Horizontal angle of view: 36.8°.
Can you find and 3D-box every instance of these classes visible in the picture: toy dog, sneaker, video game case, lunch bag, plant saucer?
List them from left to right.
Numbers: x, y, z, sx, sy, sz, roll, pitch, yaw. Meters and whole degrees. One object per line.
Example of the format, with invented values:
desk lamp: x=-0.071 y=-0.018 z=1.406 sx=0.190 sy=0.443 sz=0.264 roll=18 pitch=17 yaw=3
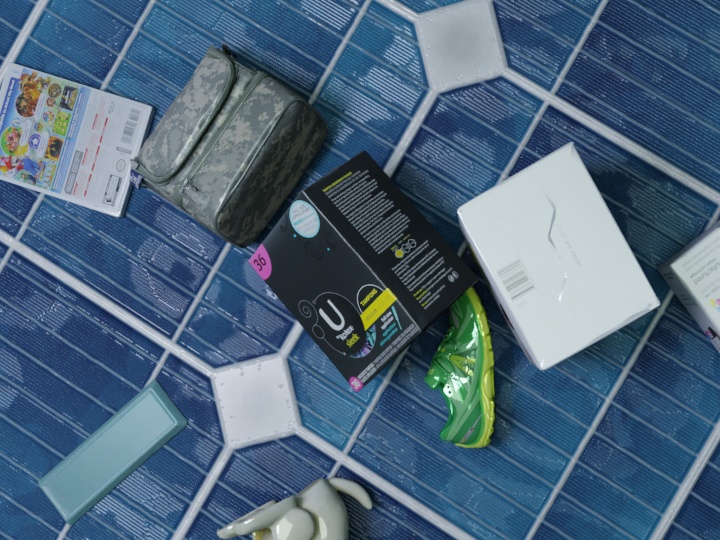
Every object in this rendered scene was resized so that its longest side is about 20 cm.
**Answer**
video game case: x=-0.371 y=-0.164 z=1.360 sx=0.197 sy=0.018 sz=0.146 roll=17 pitch=90 yaw=6
plant saucer: x=-0.309 y=0.227 z=1.338 sx=0.199 sy=0.019 sz=0.070 roll=-41 pitch=84 yaw=4
lunch bag: x=-0.164 y=-0.149 z=1.286 sx=0.167 sy=0.139 sz=0.202 roll=35 pitch=91 yaw=22
toy dog: x=-0.055 y=0.360 z=1.263 sx=0.192 sy=0.139 sz=0.203 roll=-21 pitch=83 yaw=-32
sneaker: x=0.115 y=0.108 z=1.272 sx=0.082 sy=0.074 sz=0.204 roll=-4 pitch=88 yaw=2

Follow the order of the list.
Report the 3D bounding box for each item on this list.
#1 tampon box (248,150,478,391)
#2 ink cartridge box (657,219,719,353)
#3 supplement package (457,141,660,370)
tampon box: x=0.000 y=0.000 z=1.231 sx=0.200 sy=0.126 sz=0.150 roll=48 pitch=135 yaw=5
ink cartridge box: x=0.461 y=0.033 z=1.234 sx=0.144 sy=0.084 sz=0.201 roll=-37 pitch=85 yaw=3
supplement package: x=0.211 y=-0.010 z=1.204 sx=0.145 sy=0.200 sz=0.194 roll=-28 pitch=85 yaw=4
